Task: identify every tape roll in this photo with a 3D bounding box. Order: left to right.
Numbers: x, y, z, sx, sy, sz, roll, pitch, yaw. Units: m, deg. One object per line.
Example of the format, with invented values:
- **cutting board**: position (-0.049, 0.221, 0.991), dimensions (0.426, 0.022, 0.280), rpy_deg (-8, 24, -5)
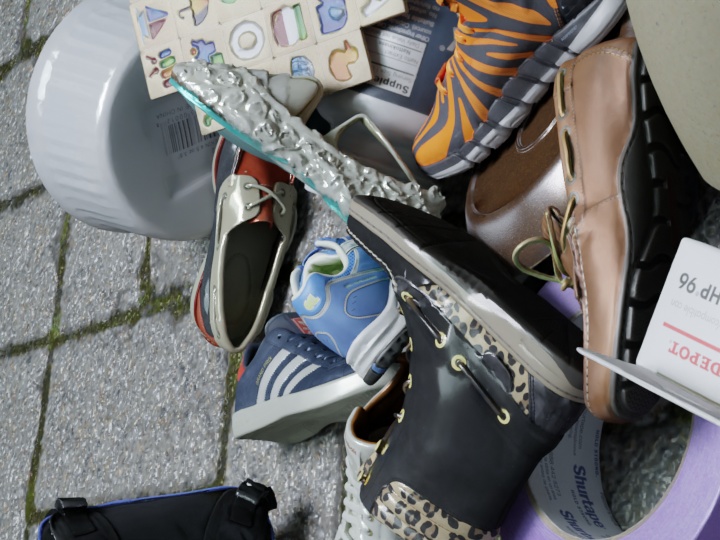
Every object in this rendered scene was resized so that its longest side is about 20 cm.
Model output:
- **tape roll**: position (0.155, 0.087, 0.991), dimensions (0.199, 0.065, 0.202), rpy_deg (-26, 58, 49)

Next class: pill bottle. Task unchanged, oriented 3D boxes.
- **pill bottle**: position (0.035, -0.137, 1.206), dimensions (0.119, 0.119, 0.202), rpy_deg (24, 97, 56)

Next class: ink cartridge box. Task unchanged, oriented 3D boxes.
- **ink cartridge box**: position (0.209, 0.044, 0.809), dimensions (0.116, 0.199, 0.068), rpy_deg (28, 100, 55)

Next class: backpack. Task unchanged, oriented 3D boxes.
- **backpack**: position (-0.134, 0.270, 1.243), dimensions (0.148, 0.181, 0.201), rpy_deg (110, 150, -50)

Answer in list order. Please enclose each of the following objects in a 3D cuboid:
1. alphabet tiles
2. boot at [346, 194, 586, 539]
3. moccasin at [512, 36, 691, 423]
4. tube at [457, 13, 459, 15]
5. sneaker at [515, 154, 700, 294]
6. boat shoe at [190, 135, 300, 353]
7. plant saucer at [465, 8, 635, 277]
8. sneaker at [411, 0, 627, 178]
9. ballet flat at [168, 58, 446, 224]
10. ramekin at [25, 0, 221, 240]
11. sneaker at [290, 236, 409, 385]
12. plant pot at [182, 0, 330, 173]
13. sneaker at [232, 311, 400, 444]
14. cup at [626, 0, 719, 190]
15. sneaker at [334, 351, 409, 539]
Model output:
- **alphabet tiles**: position (-0.067, -0.187, 1.174), dimensions (0.198, 0.006, 0.168), rpy_deg (-15, 86, 26)
- **boot**: position (0.039, 0.061, 1.029), dimensions (0.200, 0.073, 0.152), rpy_deg (39, 113, 32)
- **moccasin**: position (0.126, -0.021, 0.937), dimensions (0.077, 0.073, 0.204), rpy_deg (-13, 75, 38)
- **tube**: position (0.144, -0.191, 1.094), dimensions (0.199, 0.052, 0.058), rpy_deg (-26, 93, 35)
- **sneaker**: position (0.119, -0.020, 1.080), dimensions (0.200, 0.071, 0.083), rpy_deg (-46, 42, 36)
- **boat shoe**: position (-0.083, -0.037, 1.374), dimensions (0.063, 0.071, 0.202), rpy_deg (-147, 71, -67)
- **plant saucer**: position (0.120, -0.087, 1.070), dimensions (0.201, 0.032, 0.201), rpy_deg (-51, 16, 21)
- **sneaker**: position (0.067, -0.147, 1.081), dimensions (0.200, 0.112, 0.078), rpy_deg (-47, 17, 37)
- **ballet flat**: position (-0.027, -0.082, 1.139), dimensions (0.072, 0.200, 0.072), rpy_deg (-50, -4, -4)
- **ramekin**: position (-0.152, -0.120, 1.406), dimensions (0.097, 0.199, 0.202), rpy_deg (19, 93, 48)
- **sneaker**: position (0.000, 0.000, 1.191), dimensions (0.076, 0.077, 0.200), rpy_deg (-52, 10, 15)
- **plant pot**: position (-0.072, -0.182, 1.277), dimensions (0.200, 0.133, 0.202), rpy_deg (19, -90, -81)
- **sneaker**: position (-0.030, 0.066, 1.257), dimensions (0.199, 0.074, 0.085), rpy_deg (-19, 66, 51)
- **cup**: position (0.222, -0.115, 0.892), dimensions (0.200, 0.199, 0.145), rpy_deg (31, 129, 55)
- **sneaker**: position (0.009, 0.135, 1.167), dimensions (0.073, 0.084, 0.201), rpy_deg (44, 115, 50)
